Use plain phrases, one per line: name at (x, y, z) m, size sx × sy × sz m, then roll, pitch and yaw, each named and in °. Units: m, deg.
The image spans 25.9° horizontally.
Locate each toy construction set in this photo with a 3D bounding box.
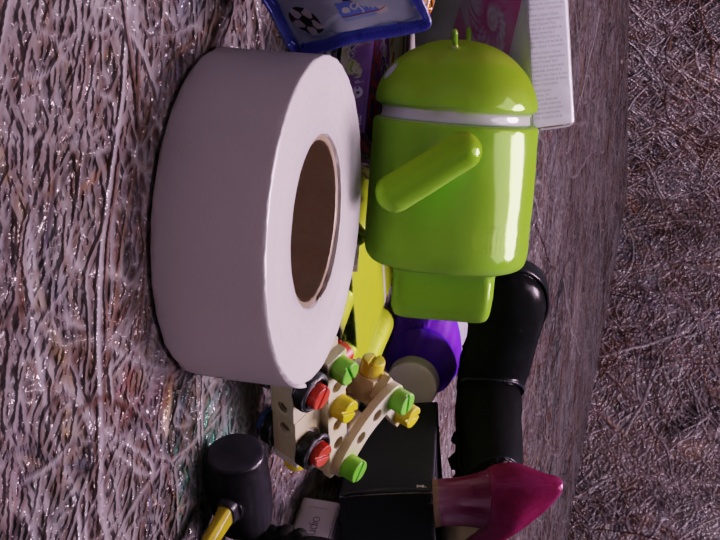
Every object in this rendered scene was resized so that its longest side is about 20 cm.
toy construction set at (-0.020, 0.066, 1.097) m, size 0.131 × 0.092 × 0.201 m, roll -42°, pitch 134°, yaw -33°

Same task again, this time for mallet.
mallet at (-0.102, 0.175, 0.937) m, size 0.200 × 0.041 × 0.066 m, roll -55°, pitch 149°, yaw -56°

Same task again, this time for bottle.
bottle at (0.064, 0.065, 1.458) m, size 0.200 × 0.065 × 0.084 m, roll -63°, pitch 151°, yaw -65°

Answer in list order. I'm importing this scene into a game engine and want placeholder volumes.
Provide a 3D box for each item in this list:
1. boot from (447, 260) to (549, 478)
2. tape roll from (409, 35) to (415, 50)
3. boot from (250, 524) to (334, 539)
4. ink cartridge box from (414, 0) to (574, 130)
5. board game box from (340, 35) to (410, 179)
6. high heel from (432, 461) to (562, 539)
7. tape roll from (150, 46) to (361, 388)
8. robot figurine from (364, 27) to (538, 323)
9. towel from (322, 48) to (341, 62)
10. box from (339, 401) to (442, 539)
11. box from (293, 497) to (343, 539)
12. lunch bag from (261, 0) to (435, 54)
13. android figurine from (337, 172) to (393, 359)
boot at (0.115, 0.108, 1.325) m, size 0.199 × 0.073 × 0.163 m, roll 100°, pitch -4°, yaw -51°
tape roll at (0.049, -0.240, 1.357) m, size 0.203 × 0.037 × 0.204 m, roll 7°, pitch 90°, yaw -76°
boot at (-0.079, 0.251, 0.972) m, size 0.211 × 0.079 × 0.158 m, roll -49°, pitch -174°, yaw -16°
ink cartridge box at (0.093, -0.212, 1.176) m, size 0.196 × 0.043 × 0.201 m, roll -158°, pitch -119°, yaw -66°
board game box at (0.014, -0.179, 1.150) m, size 0.120 × 0.032 × 0.201 m, roll 38°, pitch 56°, yaw -69°
high heel at (0.109, 0.190, 1.215) m, size 0.200 × 0.095 × 0.068 m, roll 76°, pitch 12°, yaw -63°
tape roll at (-0.058, -0.032, 0.947) m, size 0.202 × 0.070 × 0.203 m, roll 6°, pitch 90°, yaw -76°
robot figurine at (0.063, -0.068, 1.085) m, size 0.175 × 0.115 × 0.201 m, roll -45°, pitch 140°, yaw -78°
towel at (-0.009, -0.176, 1.158) m, size 0.200 × 0.034 × 0.193 m, roll -30°, pitch 125°, yaw -72°
box at (0.031, 0.209, 1.292) m, size 0.200 × 0.078 × 0.142 m, roll -75°, pitch 163°, yaw -75°
box at (-0.038, 0.299, 1.238) m, size 0.145 × 0.036 × 0.201 m, roll -70°, pitch 159°, yaw -44°
lunch bag at (-0.018, -0.258, 0.912) m, size 0.200 × 0.123 × 0.170 m, roll 53°, pitch 41°, yaw -38°
android figurine at (0.000, 0.000, 1.247) m, size 0.200 × 0.041 × 0.183 m, roll -67°, pitch 161°, yaw -45°
